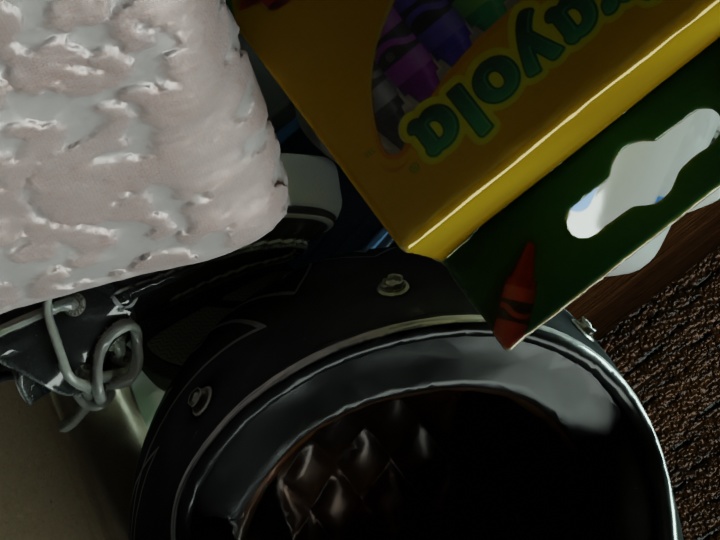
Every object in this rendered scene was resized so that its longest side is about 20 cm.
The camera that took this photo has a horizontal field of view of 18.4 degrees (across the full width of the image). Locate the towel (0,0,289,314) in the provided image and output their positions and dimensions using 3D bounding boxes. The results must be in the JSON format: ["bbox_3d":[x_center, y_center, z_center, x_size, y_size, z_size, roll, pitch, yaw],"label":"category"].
[{"bbox_3d":[-0.122,-0.037,0.574,0.191,0.032,0.200,-20,151,-2],"label":"towel"}]

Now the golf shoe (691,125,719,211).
[{"bbox_3d":[0.100,-0.060,0.959,0.092,0.073,0.200,-7,-162,-24],"label":"golf shoe"}]

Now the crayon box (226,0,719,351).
[{"bbox_3d":[0.026,-0.094,0.614,0.127,0.200,0.051,-39,168,9],"label":"crayon box"}]

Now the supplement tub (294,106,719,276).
[{"bbox_3d":[0.073,-0.111,0.702,0.200,0.132,0.132,-66,162,12],"label":"supplement tub"}]

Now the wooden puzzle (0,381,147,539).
[{"bbox_3d":[-0.158,0.108,0.760,0.200,0.185,0.037,-25,-162,-19],"label":"wooden puzzle"}]

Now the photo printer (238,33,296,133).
[{"bbox_3d":[-0.020,-0.082,0.870,0.200,0.069,0.166,-41,168,19],"label":"photo printer"}]

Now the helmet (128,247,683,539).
[{"bbox_3d":[0.014,0.093,0.734,0.200,0.191,0.200,-13,159,-5],"label":"helmet"}]

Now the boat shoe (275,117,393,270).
[{"bbox_3d":[0.047,-0.054,0.830,0.200,0.069,0.084,-35,168,-15],"label":"boat shoe"}]

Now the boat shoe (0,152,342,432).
[{"bbox_3d":[-0.098,0.014,0.698,0.199,0.068,0.074,-13,168,-9],"label":"boat shoe"}]

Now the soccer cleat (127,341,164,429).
[{"bbox_3d":[-0.083,0.053,0.954,0.078,0.069,0.200,-25,172,-44],"label":"soccer cleat"}]

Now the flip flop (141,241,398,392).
[{"bbox_3d":[0.000,0.000,0.863,0.200,0.081,0.058,-35,133,-38],"label":"flip flop"}]
